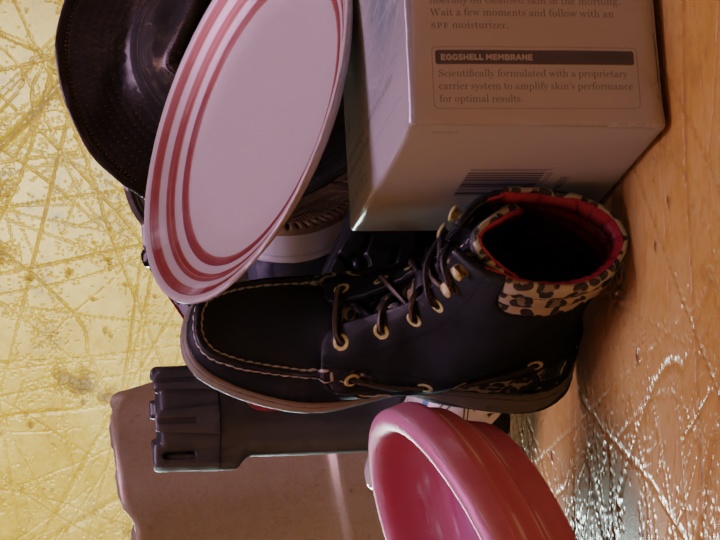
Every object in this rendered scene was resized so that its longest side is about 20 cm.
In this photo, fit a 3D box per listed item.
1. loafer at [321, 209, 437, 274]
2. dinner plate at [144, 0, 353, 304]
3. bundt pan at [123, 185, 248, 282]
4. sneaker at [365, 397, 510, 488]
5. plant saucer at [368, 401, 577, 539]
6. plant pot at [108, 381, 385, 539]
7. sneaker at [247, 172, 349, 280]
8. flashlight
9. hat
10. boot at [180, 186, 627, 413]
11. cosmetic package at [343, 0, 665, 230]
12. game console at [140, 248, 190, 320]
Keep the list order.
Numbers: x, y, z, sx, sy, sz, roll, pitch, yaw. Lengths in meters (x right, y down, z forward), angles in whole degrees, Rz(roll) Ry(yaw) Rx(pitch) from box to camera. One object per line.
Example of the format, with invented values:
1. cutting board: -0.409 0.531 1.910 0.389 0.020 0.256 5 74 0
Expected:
1. loafer: 0.031 -0.043 1.589 0.201 0.068 0.070 -62 -2 2
2. dinner plate: -0.051 -0.077 1.449 0.200 0.024 0.201 -42 37 42
3. bundt pan: -0.051 -0.070 1.745 0.075 0.201 0.203 -7 81 39
4. sneaker: 0.061 0.059 1.587 0.072 0.072 0.201 -46 -20 -50
5. plant saucer: 0.068 0.153 1.426 0.201 0.051 0.201 58 162 32
6. plant pot: -0.070 0.131 1.966 0.200 0.182 0.202 170 90 -90
7. sneaker: 0.000 0.000 1.686 0.200 0.070 0.109 -23 -63 -51
8. flashlight: -0.024 0.076 1.707 0.068 0.199 0.068 -113 24 -71
9. hat: -0.065 -0.125 1.576 0.081 0.199 0.202 151 117 -82
10. boot: 0.021 0.010 1.406 0.154 0.202 0.074 114 158 -62
11. cosmetic package: 0.059 -0.138 1.387 0.199 0.122 0.201 121 148 -74
12. game console: -0.031 -0.034 1.838 0.119 0.200 0.173 -47 71 35
